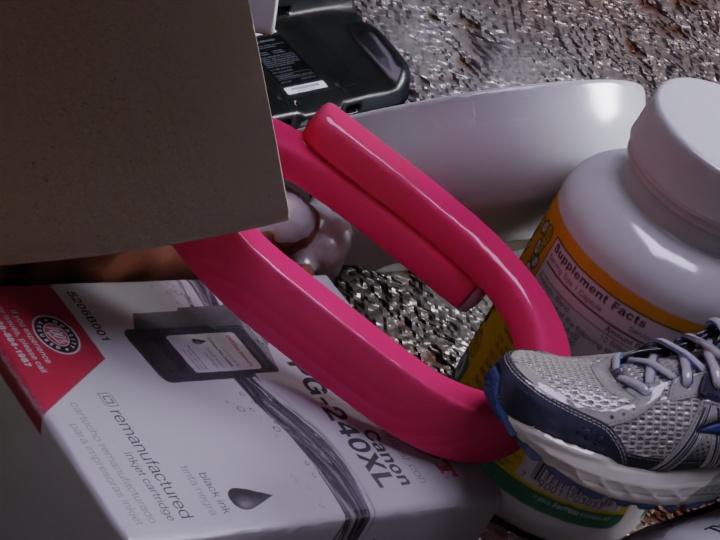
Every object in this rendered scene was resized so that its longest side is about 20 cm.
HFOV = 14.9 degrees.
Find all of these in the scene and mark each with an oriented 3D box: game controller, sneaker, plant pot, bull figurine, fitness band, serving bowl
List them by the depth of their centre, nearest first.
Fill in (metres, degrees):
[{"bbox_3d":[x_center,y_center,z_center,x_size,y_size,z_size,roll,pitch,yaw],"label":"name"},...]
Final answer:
[{"bbox_3d":[-0.156,-0.116,1.026,0.177,0.200,0.200,-21,47,-11],"label":"plant pot"},{"bbox_3d":[0.146,0.047,1.098,0.200,0.085,0.077,10,27,-19],"label":"sneaker"},{"bbox_3d":[0.000,0.000,1.142,0.200,0.037,0.144,37,30,-4],"label":"fitness band"},{"bbox_3d":[-0.093,-0.016,1.184,0.200,0.121,0.065,6,78,-58],"label":"bull figurine"},{"bbox_3d":[0.043,-0.039,1.309,0.200,0.200,0.066,-7,84,-45],"label":"serving bowl"},{"bbox_3d":[-0.055,-0.113,1.459,0.200,0.042,0.104,-17,67,-51],"label":"game controller"}]

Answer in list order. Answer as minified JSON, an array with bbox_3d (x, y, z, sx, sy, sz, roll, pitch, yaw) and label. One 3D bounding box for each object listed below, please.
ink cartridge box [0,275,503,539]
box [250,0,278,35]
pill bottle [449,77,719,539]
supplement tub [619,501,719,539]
[{"bbox_3d":[-0.064,0.078,1.103,0.200,0.083,0.145,-3,43,-43],"label":"ink cartridge box"},{"bbox_3d":[-0.101,-0.172,1.301,0.124,0.098,0.200,8,8,-6],"label":"box"},{"bbox_3d":[0.122,0.017,1.235,0.113,0.200,0.113,21,31,-13],"label":"pill bottle"},{"bbox_3d":[0.189,0.150,1.167,0.200,0.123,0.123,-12,49,-48],"label":"supplement tub"}]
